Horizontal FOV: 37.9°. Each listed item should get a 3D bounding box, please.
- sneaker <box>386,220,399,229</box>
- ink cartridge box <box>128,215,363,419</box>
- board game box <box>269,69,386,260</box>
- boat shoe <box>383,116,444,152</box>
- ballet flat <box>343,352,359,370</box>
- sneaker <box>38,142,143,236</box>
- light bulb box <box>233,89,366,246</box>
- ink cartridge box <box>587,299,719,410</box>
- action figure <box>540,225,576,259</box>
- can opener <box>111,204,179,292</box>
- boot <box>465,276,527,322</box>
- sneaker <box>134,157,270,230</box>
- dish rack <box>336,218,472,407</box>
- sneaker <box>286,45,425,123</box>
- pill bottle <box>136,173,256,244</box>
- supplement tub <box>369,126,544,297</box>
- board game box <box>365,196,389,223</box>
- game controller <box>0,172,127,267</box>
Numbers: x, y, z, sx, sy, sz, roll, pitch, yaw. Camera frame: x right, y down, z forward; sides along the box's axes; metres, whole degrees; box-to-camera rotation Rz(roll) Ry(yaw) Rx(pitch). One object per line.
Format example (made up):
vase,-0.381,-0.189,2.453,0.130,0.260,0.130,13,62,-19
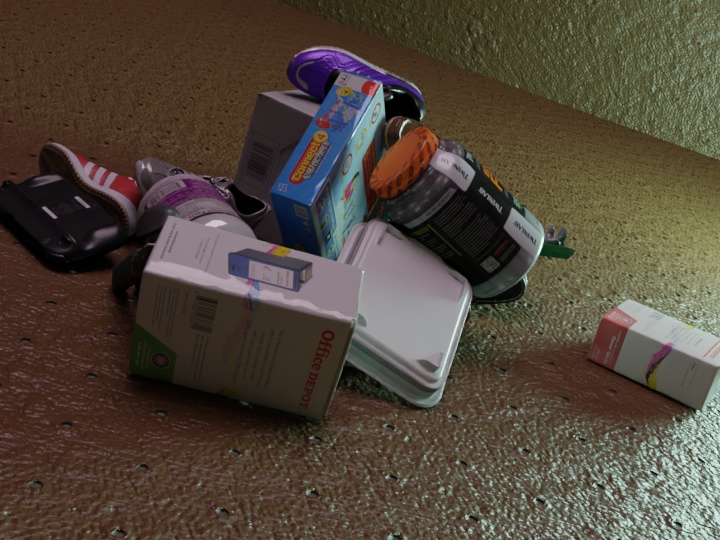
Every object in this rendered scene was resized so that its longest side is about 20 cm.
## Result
sneaker,0.000,0.000,1.258,0.200,0.088,0.074,-31,25,-35
ink cartridge box,-0.110,0.049,1.012,0.199,0.146,0.088,15,40,-3
board game box,-0.032,-0.111,1.314,0.056,0.200,0.196,20,64,15
boat shoe,0.111,-0.136,1.372,0.067,0.072,0.200,1,-31,50
ballet flat,0.029,0.081,1.194,0.200,0.068,0.067,-11,53,-42
sneaker,-0.328,-0.110,1.379,0.200,0.071,0.112,37,32,27
light bulb box,-0.066,-0.146,1.489,0.125,0.199,0.200,28,23,23
ink cartridge box,0.414,0.116,1.368,0.200,0.068,0.116,25,23,26
action figure,0.181,-0.045,1.440,0.199,0.055,0.118,0,2,-14
can opener,-0.220,-0.021,1.110,0.053,0.067,0.200,6,-11,-24
boot,0.126,0.029,1.362,0.199,0.073,0.151,11,20,-4
sneaker,-0.202,-0.104,1.344,0.200,0.082,0.075,24,44,-46
dish rack,0.047,0.036,1.164,0.171,0.044,0.200,34,44,-10
sneaker,0.000,-0.243,1.412,0.200,0.070,0.100,14,26,-16
pill bottle,-0.183,-0.028,1.222,0.112,0.113,0.200,4,25,-30
supplement tub,0.113,-0.071,1.248,0.200,0.123,0.123,41,12,-21
board game box,0.069,-0.084,1.493,0.029,0.135,0.200,33,19,19
game controller,-0.366,-0.064,1.264,0.104,0.042,0.200,-14,36,-38
